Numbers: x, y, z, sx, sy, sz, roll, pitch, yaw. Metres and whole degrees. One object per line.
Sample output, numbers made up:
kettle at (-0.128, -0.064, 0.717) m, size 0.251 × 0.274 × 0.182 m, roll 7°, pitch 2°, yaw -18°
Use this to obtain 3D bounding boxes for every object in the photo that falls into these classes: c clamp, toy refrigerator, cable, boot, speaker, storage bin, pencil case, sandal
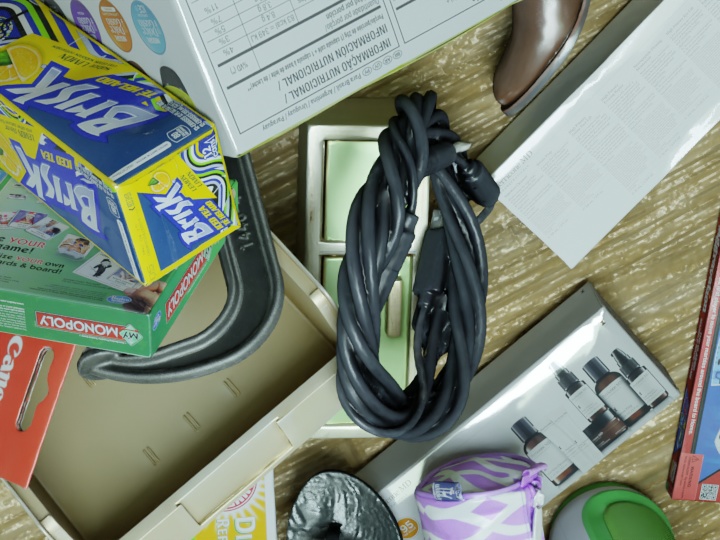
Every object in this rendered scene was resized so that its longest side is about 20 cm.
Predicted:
c clamp at (-0.131, -0.012, 1.195) m, size 0.170 × 0.201 × 0.027 m, roll -22°, pitch 146°, yaw -2°
toy refrigerator at (0.000, 0.000, 1.320) m, size 0.076 × 0.070 × 0.201 m, roll 0°, pitch 109°, yaw -6°
cable at (0.033, 0.000, 1.202) m, size 0.051 × 0.201 × 0.163 m, roll 6°, pitch 145°, yaw 21°
boot at (0.051, -0.209, 1.260) m, size 0.199 × 0.064 × 0.187 m, roll 24°, pitch 105°, yaw -11°
speaker at (0.172, 0.207, 1.342) m, size 0.088 × 0.200 × 0.089 m, roll -2°, pitch 110°, yaw -6°
storage bin at (-0.131, 0.045, 1.228) m, size 0.200 × 0.199 × 0.094 m, roll -40°, pitch 147°, yaw -7°
pencil case at (0.091, 0.207, 1.315) m, size 0.085 × 0.084 × 0.201 m, roll -5°, pitch 106°, yaw 27°
sandal at (-0.010, 0.224, 1.323) m, size 0.075 × 0.048 × 0.202 m, roll -1°, pitch 87°, yaw 7°

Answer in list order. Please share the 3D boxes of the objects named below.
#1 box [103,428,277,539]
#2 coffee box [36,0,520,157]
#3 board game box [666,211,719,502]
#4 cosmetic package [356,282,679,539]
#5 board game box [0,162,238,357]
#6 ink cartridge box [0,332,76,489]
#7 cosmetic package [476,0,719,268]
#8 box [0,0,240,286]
box at (-0.103, 0.169, 1.345) m, size 0.101 × 0.113 × 0.201 m, roll -3°, pitch 108°, yaw -4°
coffee box at (-0.064, -0.195, 1.144) m, size 0.200 × 0.199 × 0.198 m, roll -31°, pitch 112°, yaw -23°
board game box at (0.266, 0.058, 1.398) m, size 0.102 × 0.019 × 0.201 m, roll 5°, pitch 108°, yaw -9°
cosmetic package at (0.097, 0.106, 1.370) m, size 0.200 × 0.051 × 0.083 m, roll -41°, pitch 107°, yaw 9°
board game box at (-0.179, -0.018, 1.137) m, size 0.199 × 0.135 × 0.029 m, roll 9°, pitch 124°, yaw 14°
ink cartridge box at (-0.252, 0.039, 1.180) m, size 0.199 × 0.050 × 0.109 m, roll 16°, pitch 86°, yaw 32°
cosmetic package at (0.166, -0.104, 1.312) m, size 0.083 × 0.051 × 0.200 m, roll 42°, pitch 100°, yaw -20°
box at (-0.148, -0.074, 1.126) m, size 0.064 × 0.200 × 0.070 m, roll -34°, pitch 135°, yaw -23°
